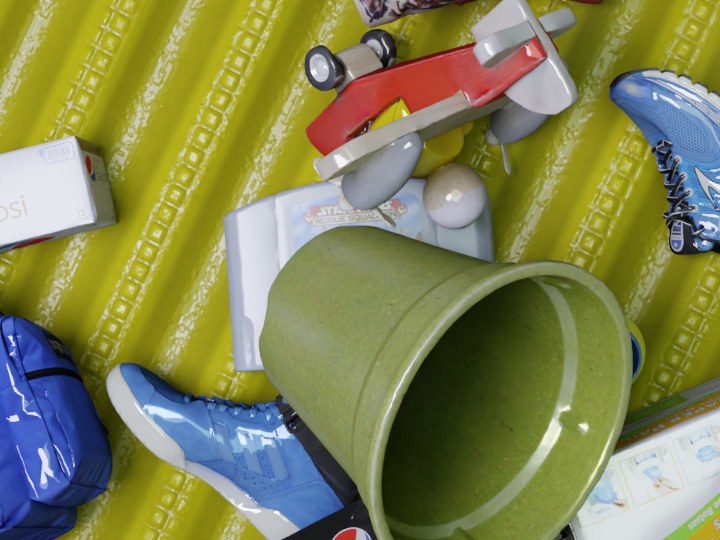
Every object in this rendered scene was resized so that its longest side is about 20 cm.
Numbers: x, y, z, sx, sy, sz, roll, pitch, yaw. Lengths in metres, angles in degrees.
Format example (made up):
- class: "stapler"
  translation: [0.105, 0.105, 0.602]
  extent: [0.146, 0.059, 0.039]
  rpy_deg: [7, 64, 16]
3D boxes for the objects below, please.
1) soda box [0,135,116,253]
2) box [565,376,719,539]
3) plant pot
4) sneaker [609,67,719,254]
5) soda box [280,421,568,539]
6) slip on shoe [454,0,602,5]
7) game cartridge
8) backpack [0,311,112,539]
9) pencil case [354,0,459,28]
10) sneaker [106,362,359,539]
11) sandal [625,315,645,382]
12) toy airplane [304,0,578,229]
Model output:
- class: "soda box"
  translation: [-0.283, -0.042, 0.905]
  extent: [0.197, 0.068, 0.065]
  rpy_deg: [-13, 90, 3]
- class: "box"
  translation: [0.235, 0.145, 0.867]
  extent: [0.197, 0.112, 0.103]
  rpy_deg: [-22, 90, 1]
- class: "plant pot"
  translation: [0.035, 0.060, 0.778]
  extent: [0.198, 0.184, 0.204]
  rpy_deg: [-16, 119, -31]
- class: "sneaker"
  translation: [0.244, -0.058, 0.882]
  extent: [0.089, 0.079, 0.200]
  rpy_deg: [-43, 89, 0]
- class: "soda box"
  translation: [0.035, 0.185, 0.845]
  extent: [0.198, 0.063, 0.071]
  rpy_deg: [-28, 52, 7]
- class: "slip on shoe"
  translation: [0.154, -0.219, 0.888]
  extent: [0.197, 0.074, 0.062]
  rpy_deg: [-15, 93, -3]
- class: "game cartridge"
  translation: [0.000, 0.000, 0.913]
  extent: [0.196, 0.042, 0.136]
  rpy_deg: [-5, 95, 2]
- class: "backpack"
  translation: [-0.277, 0.099, 0.866]
  extent: [0.166, 0.163, 0.202]
  rpy_deg: [-28, 77, -7]
- class: "pencil case"
  translation: [0.078, -0.215, 0.810]
  extent: [0.197, 0.089, 0.079]
  rpy_deg: [-12, 88, 9]
- class: "sneaker"
  translation: [-0.078, 0.106, 0.893]
  extent: [0.199, 0.077, 0.112]
  rpy_deg: [40, 98, -3]
- class: "sandal"
  translation: [0.115, 0.093, 0.884]
  extent: [0.198, 0.087, 0.080]
  rpy_deg: [-33, 92, 4]
- class: "toy airplane"
  translation: [0.063, -0.099, 0.829]
  extent: [0.197, 0.199, 0.143]
  rpy_deg: [-15, 101, -1]
